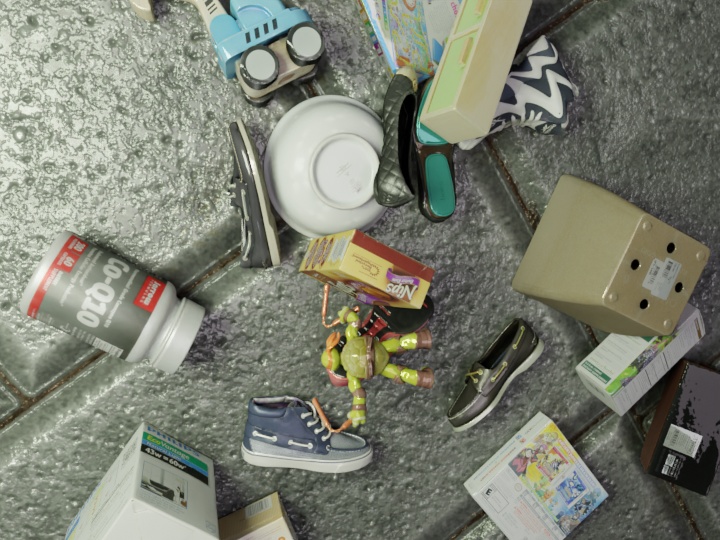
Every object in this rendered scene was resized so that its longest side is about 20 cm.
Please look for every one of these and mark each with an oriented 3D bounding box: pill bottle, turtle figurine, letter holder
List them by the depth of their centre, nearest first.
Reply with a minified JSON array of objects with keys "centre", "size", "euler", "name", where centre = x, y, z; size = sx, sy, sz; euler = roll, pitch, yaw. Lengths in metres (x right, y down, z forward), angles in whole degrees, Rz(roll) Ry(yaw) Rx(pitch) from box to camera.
[{"centre":[-0.307,0.045,0.770],"size":[0.198,0.114,0.115],"euler":[29,93,-18],"name":"pill bottle"},{"centre":[0.015,0.107,0.805],"size":[0.159,0.065,0.203],"euler":[0,64,-10],"name":"turtle figurine"},{"centre":[0.571,0.257,1.059],"size":[0.099,0.142,0.203],"euler":[18,97,15],"name":"letter holder"}]

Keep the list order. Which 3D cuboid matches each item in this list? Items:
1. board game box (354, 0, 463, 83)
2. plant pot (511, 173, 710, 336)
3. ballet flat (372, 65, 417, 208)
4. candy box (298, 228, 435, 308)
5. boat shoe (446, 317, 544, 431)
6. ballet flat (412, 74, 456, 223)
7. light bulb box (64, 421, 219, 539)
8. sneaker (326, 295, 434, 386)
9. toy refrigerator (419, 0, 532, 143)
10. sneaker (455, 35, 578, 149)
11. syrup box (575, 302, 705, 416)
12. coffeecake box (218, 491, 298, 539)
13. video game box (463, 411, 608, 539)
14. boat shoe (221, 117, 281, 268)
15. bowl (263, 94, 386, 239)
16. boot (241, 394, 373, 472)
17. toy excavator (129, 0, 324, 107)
[{"centre":[0.066,-0.366,0.829],"size":[0.133,0.034,0.202],"euler":[-28,106,-7],"name":"board game box"},{"centre":[0.384,-0.010,0.907],"size":[0.198,0.177,0.202],"euler":[23,95,-17],"name":"plant pot"},{"centre":[0.058,-0.175,0.789],"size":[0.066,0.056,0.203],"euler":[30,63,-55],"name":"ballet flat"},{"centre":[0.000,0.000,0.795],"size":[0.116,0.200,0.057],"euler":[26,79,-18],"name":"candy box"},{"centre":[0.201,0.162,0.952],"size":[0.201,0.072,0.061],"euler":[-45,104,-10],"name":"boat shoe"},{"centre":[0.099,-0.169,0.854],"size":[0.067,0.068,0.203],"euler":[2,91,-14],"name":"ballet flat"},{"centre":[-0.292,0.345,0.788],"size":[0.124,0.200,0.199],"euler":[36,91,-19],"name":"light bulb box"},{"centre":[0.025,0.099,0.900],"size":[0.199,0.087,0.074],"euler":[-35,70,-23],"name":"sneaker"},{"centre":[0.149,-0.277,0.794],"size":[0.069,0.076,0.203],"euler":[26,78,-29],"name":"toy refrigerator"},{"centre":[0.237,-0.222,0.877],"size":[0.129,0.079,0.200],"euler":[43,78,-10],"name":"sneaker"},{"centre":[0.460,0.131,0.994],"size":[0.200,0.079,0.082],"euler":[-43,129,-2],"name":"syrup box"},{"centre":[-0.155,0.466,0.914],"size":[0.152,0.073,0.203],"euler":[-22,105,-10],"name":"coffeecake box"},{"centre":[0.300,0.372,1.029],"size":[0.182,0.047,0.201],"euler":[-40,108,-2],"name":"video game box"},{"centre":[-0.154,-0.096,0.805],"size":[0.062,0.073,0.203],"euler":[-12,108,-2],"name":"boat shoe"},{"centre":[-0.030,-0.135,0.821],"size":[0.198,0.090,0.204],"euler":[-3,101,-13],"name":"bowl"},{"centre":[-0.072,0.237,0.890],"size":[0.197,0.073,0.092],"euler":[5,105,-15],"name":"boot"},{"centre":[-0.165,-0.309,0.759],"size":[0.193,0.100,0.202],"euler":[-29,94,-9],"name":"toy excavator"}]
